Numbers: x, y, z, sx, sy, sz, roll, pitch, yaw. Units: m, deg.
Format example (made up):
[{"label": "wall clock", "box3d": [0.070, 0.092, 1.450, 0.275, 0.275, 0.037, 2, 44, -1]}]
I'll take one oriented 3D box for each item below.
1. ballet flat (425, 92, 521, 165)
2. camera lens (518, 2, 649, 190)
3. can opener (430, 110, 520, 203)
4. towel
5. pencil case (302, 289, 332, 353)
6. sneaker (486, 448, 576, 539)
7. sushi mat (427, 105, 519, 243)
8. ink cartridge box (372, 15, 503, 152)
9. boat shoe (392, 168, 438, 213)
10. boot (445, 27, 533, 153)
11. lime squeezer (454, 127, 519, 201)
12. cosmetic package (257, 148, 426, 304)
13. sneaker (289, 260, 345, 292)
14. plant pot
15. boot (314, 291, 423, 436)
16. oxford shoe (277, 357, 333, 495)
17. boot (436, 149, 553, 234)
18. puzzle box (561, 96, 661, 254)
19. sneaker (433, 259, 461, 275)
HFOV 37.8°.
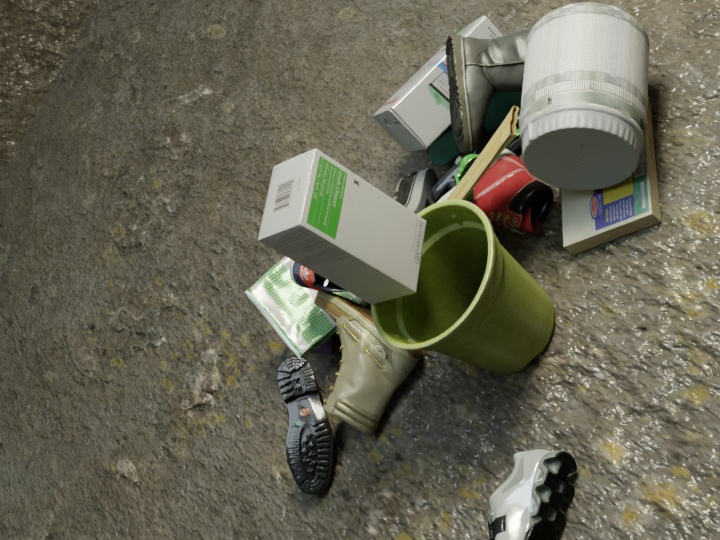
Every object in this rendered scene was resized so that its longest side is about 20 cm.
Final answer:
[{"label": "ballet flat", "box3d": [0.184, -0.228, 1.592, 0.199, 0.070, 0.071, -32, 45, 30]}, {"label": "camera lens", "box3d": [0.286, -0.225, 1.345, 0.159, 0.159, 0.202, -17, 54, 42]}, {"label": "can opener", "box3d": [0.181, -0.167, 1.548, 0.200, 0.063, 0.079, -44, 39, 21]}, {"label": "towel", "box3d": [-0.062, 0.022, 1.627, 0.200, 0.023, 0.153, -41, 72, -8]}, {"label": "pencil case", "box3d": [-0.057, 0.031, 1.680, 0.085, 0.084, 0.202, 8, 72, 26]}, {"label": "sneaker", "box3d": [0.183, 0.304, 1.230, 0.088, 0.074, 0.201, -2, 55, 48]}, {"label": "sushi mat", "box3d": [0.147, -0.123, 1.383, 0.201, 0.012, 0.096, -55, 9, 33]}, {"label": "ink cartridge box", "box3d": [0.126, -0.276, 1.588, 0.200, 0.084, 0.145, -45, 9, -4]}, {"label": "boat shoe", "box3d": [0.068, -0.073, 1.583, 0.063, 0.071, 0.201, -10, 38, 29]}, {"label": "boot", "box3d": [0.226, -0.262, 1.493, 0.073, 0.198, 0.184, -176, 83, -81]}, {"label": "lime squeezer", "box3d": [0.163, -0.120, 1.472, 0.070, 0.038, 0.201, 21, 69, 13]}, {"label": "cosmetic package", "box3d": [-0.019, -0.049, 1.282, 0.084, 0.199, 0.109, -17, 56, 44]}, {"label": "sneaker", "box3d": [0.000, 0.000, 1.545, 0.084, 0.198, 0.076, -166, 70, -66]}, {"label": "plant pot", "box3d": [0.147, 0.041, 1.350, 0.200, 0.184, 0.202, -29, 46, 35]}, {"label": "boot", "box3d": [-0.020, 0.132, 1.542, 0.199, 0.073, 0.156, 34, 99, 29]}, {"label": "oxford shoe", "box3d": [-0.075, 0.236, 1.576, 0.072, 0.084, 0.202, -9, 71, 5]}, {"label": "boot", "box3d": [0.176, -0.064, 1.483, 0.200, 0.072, 0.145, -47, 40, 10]}, {"label": "puzzle box", "box3d": [0.325, -0.130, 1.389, 0.132, 0.025, 0.202, -22, 51, 38]}, {"label": "sneaker", "box3d": [0.108, 0.028, 1.502, 0.200, 0.089, 0.076, 127, 145, -55]}]
